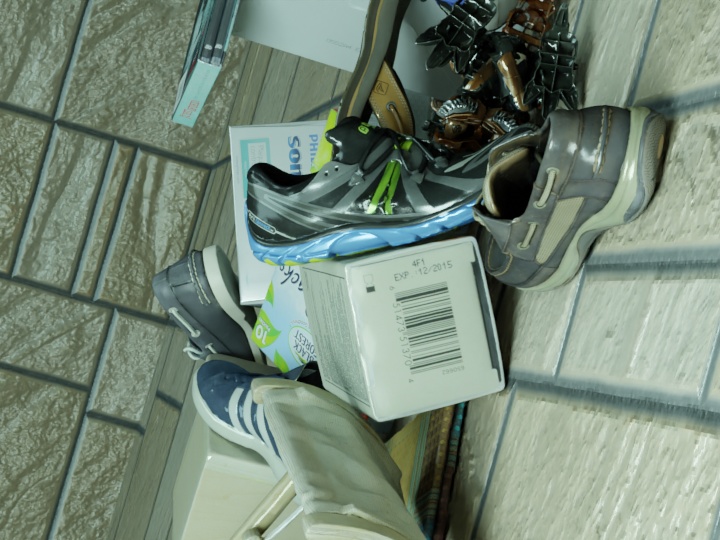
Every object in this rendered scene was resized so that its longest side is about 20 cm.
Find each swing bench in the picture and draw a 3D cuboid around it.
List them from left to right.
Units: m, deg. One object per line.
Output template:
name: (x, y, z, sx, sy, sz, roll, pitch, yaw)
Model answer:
swing bench: (-0.022, 0.198, 1.188, 0.199, 0.130, 0.200, -118, 47, -66)

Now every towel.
towel: (0.023, 0.173, 1.339, 0.200, 0.022, 0.147, 131, 153, -62)

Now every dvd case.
dvd case: (-0.099, -0.219, 1.467, 0.146, 0.022, 0.200, 134, 151, -71)

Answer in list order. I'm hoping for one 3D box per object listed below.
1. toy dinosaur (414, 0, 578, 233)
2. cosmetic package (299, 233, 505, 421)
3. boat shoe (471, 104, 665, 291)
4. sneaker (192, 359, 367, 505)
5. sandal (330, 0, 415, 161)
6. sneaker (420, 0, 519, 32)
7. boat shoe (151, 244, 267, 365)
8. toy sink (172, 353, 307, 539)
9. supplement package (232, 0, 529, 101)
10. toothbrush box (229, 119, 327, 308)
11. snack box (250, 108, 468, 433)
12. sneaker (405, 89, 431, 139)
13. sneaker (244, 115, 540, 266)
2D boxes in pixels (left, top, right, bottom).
toy dinosaur: (0.086, -0.126, 1.285, 0.136, 0.102, 0.200, 80, -167, -79)
cosmetic package: (0.023, 0.031, 1.292, 0.200, 0.087, 0.103, -162, 60, -79)
boat shoe: (0.101, -0.047, 1.108, 0.200, 0.073, 0.075, 128, 157, -64)
sneaker: (-0.053, 0.094, 1.448, 0.200, 0.075, 0.085, 34, 118, 47)
sandal: (0.017, -0.115, 1.363, 0.082, 0.055, 0.200, 67, -140, -85)
sneaker: (0.074, -0.212, 1.302, 0.199, 0.081, 0.115, -7, -57, -57)
boat shoe: (-0.121, 0.042, 1.645, 0.200, 0.063, 0.073, 68, -175, -62)
toy sink: (-0.073, 0.163, 1.555, 0.200, 0.130, 0.112, -105, 31, -69)
supplement package: (0.022, -0.229, 1.460, 0.156, 0.200, 0.111, 122, 161, -57)
toothbrush box: (-0.054, -0.042, 1.673, 0.200, 0.085, 0.147, 29, -123, -88)
snack box: (0.000, 0.000, 1.482, 0.142, 0.053, 0.200, 44, 121, 47)
sneaker: (0.017, -0.058, 1.620, 0.099, 0.071, 0.200, 107, 174, -60)
sneaker: (0.018, -0.057, 1.217, 0.071, 0.200, 0.083, -30, -74, -71)
